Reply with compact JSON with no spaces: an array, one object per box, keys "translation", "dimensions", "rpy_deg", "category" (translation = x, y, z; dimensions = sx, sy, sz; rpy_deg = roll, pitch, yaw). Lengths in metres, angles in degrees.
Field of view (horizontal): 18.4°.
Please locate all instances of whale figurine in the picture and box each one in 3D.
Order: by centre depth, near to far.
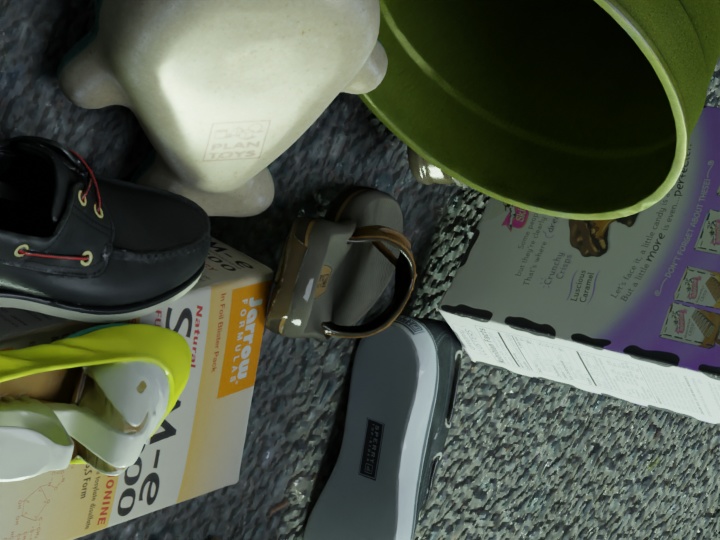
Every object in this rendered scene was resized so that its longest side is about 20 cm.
[{"translation":[-0.068,-0.106,1.055],"dimensions":[0.159,0.104,0.200],"rpy_deg":[-6,144,-17],"category":"whale figurine"}]

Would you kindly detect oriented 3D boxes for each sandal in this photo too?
[{"translation":[0.000,0.000,1.180],"dimensions":[0.200,0.055,0.082],"rpy_deg":[-12,114,-78],"category":"sandal"}]

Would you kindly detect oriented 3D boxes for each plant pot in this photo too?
[{"translation":[0.112,-0.164,1.123],"dimensions":[0.193,0.200,0.200],"rpy_deg":[-57,146,-28],"category":"plant pot"}]

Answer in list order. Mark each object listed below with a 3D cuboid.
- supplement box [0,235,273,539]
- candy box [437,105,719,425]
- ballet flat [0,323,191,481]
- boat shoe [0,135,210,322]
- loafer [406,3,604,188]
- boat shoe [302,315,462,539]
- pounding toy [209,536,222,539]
[{"translation":[-0.142,0.059,1.077],"dimensions":[0.200,0.074,0.126],"rpy_deg":[-16,124,-46],"category":"supplement box"},{"translation":[0.171,-0.011,1.288],"dimensions":[0.168,0.200,0.072],"rpy_deg":[-64,148,-20],"category":"candy box"},{"translation":[-0.134,0.064,0.971],"dimensions":[0.200,0.067,0.067],"rpy_deg":[-1,116,-49],"category":"ballet flat"},{"translation":[-0.143,-0.022,1.002],"dimensions":[0.201,0.074,0.063],"rpy_deg":[3,131,-42],"category":"boat shoe"},{"translation":[0.103,-0.115,1.231],"dimensions":[0.200,0.067,0.076],"rpy_deg":[-45,142,-22],"category":"loafer"},{"translation":[0.019,0.122,1.329],"dimensions":[0.057,0.069,0.200],"rpy_deg":[-6,115,-50],"category":"boat shoe"},{"translation":[-0.045,0.295,1.247],"dimensions":[0.184,0.200,0.142],"rpy_deg":[-51,144,-15],"category":"pounding toy"}]
